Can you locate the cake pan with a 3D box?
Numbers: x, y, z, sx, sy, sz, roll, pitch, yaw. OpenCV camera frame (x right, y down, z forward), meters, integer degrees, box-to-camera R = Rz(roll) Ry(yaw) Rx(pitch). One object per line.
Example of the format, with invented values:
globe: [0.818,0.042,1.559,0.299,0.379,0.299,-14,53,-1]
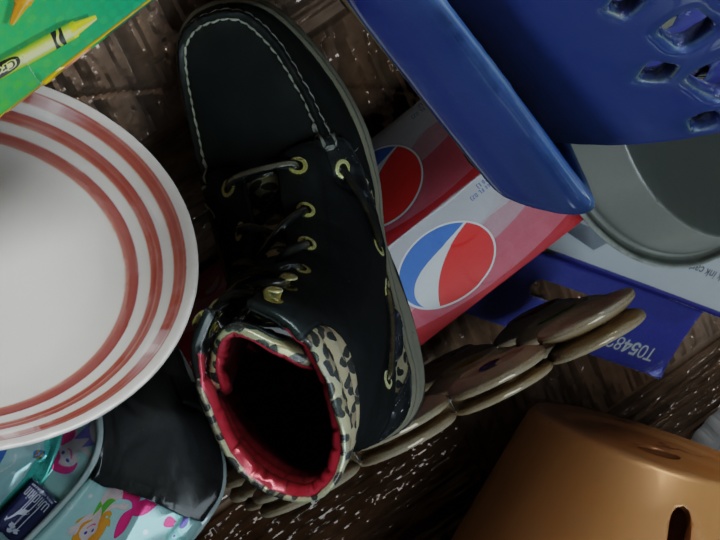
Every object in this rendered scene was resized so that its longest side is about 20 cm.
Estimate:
cake pan: [0.158,-0.101,1.340,0.199,0.037,0.202,-3,95,-42]

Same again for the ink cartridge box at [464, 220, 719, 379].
ink cartridge box: [0.147,-0.039,1.444,0.199,0.041,0.201,17,111,-42]

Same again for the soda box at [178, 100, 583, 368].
soda box: [0.000,0.000,1.337,0.200,0.064,0.070,-39,136,4]

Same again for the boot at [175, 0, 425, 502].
boot: [-0.035,-0.010,1.209,0.073,0.154,0.205,-18,97,14]

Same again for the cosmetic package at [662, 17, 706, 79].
cosmetic package: [0.177,-0.173,1.268,0.103,0.087,0.201,39,68,-37]

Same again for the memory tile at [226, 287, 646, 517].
memory tile: [0.031,0.059,1.367,0.199,0.153,0.017,-27,94,-8]

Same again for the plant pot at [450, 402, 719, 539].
plant pot: [0.129,0.154,1.484,0.199,0.200,0.141,12,98,-40]

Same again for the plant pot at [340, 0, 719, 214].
plant pot: [0.078,-0.154,1.103,0.179,0.201,0.200,-31,139,10]

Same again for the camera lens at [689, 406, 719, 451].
camera lens: [0.272,0.166,1.572,0.159,0.200,0.161,-19,131,-23]

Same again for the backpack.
backpack: [-0.169,0.088,1.219,0.150,0.178,0.200,19,120,-39]

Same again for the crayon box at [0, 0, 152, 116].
crayon box: [-0.178,-0.100,1.111,0.200,0.119,0.058,-38,136,-5]

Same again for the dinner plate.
dinner plate: [-0.163,-0.002,1.142,0.199,0.201,0.024,-16,143,-25]
